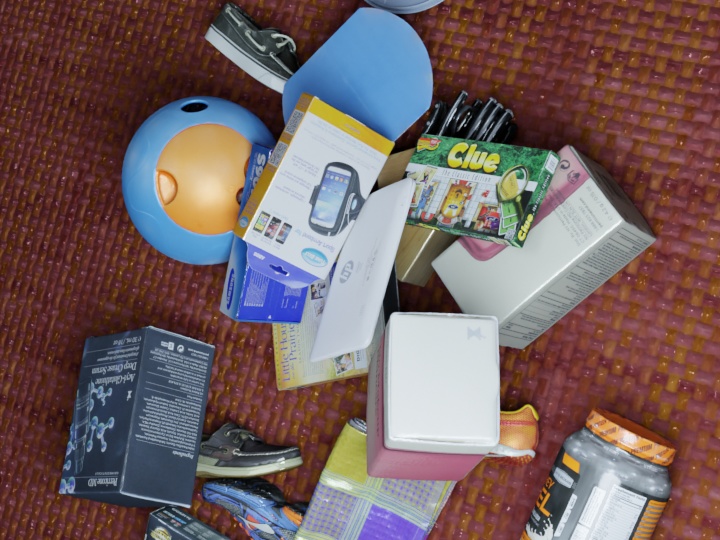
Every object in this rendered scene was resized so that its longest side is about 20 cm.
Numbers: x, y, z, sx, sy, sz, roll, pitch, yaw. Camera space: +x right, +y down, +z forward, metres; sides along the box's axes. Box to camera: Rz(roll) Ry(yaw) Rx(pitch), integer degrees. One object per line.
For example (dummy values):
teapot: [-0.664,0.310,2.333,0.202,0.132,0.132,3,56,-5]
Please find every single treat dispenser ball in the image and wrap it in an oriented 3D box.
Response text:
treat dispenser ball: [-0.189,-0.108,1.588,0.199,0.200,0.204,-4,82,27]

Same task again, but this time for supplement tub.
supplement tub: [0.243,0.253,1.356,0.122,0.122,0.202,26,95,28]

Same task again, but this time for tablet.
tablet: [0.000,0.000,1.441,0.130,0.014,0.202,-21,48,57]

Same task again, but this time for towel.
towel: [0.012,0.276,1.487,0.142,0.023,0.202,25,105,-1]

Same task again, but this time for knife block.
knife block: [0.109,-0.097,1.504,0.174,0.064,0.203,-13,77,27]

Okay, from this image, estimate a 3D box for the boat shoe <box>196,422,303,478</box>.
boat shoe: [-0.161,0.219,1.605,0.198,0.073,0.066,-6,86,28]

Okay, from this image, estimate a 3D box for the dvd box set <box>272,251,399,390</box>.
dvd box set: [-0.032,0.057,1.542,0.199,0.029,0.148,-16,74,46]

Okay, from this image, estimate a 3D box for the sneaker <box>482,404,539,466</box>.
sneaker: [0.108,0.172,1.479,0.198,0.073,0.078,5,70,22]

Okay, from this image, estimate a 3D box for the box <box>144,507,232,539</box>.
box: [-0.186,0.400,1.590,0.199,0.046,0.161,23,110,29]

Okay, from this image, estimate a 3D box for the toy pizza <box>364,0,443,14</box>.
toy pizza: [0.066,-0.408,1.586,0.198,0.032,0.203,-3,83,28]

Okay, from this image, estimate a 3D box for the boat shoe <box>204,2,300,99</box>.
boat shoe: [-0.117,-0.273,1.646,0.200,0.070,0.064,39,103,28]

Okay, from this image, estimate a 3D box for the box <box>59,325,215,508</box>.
box: [-0.274,0.183,1.610,0.148,0.106,0.203,-12,66,47]

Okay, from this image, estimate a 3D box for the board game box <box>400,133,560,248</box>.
board game box: [0.117,-0.088,1.402,0.199,0.023,0.106,13,74,49]

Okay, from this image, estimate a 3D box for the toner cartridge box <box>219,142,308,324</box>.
toner cartridge box: [-0.097,-0.041,1.524,0.043,0.094,0.202,25,105,51]

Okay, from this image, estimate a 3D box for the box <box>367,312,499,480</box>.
box: [0.069,0.133,1.334,0.107,0.200,0.129,3,71,-5]

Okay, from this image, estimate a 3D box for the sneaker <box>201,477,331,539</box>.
sneaker: [-0.114,0.304,1.571,0.198,0.075,0.079,20,96,30]

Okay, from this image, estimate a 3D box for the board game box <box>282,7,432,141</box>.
board game box: [0.003,-0.206,1.557,0.200,0.039,0.159,-43,68,16]

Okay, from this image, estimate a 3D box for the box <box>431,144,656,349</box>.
box: [0.198,-0.021,1.412,0.200,0.128,0.110,-41,66,17]

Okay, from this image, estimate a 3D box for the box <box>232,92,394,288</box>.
box: [-0.058,-0.083,1.477,0.202,0.118,0.041,-61,30,4]
